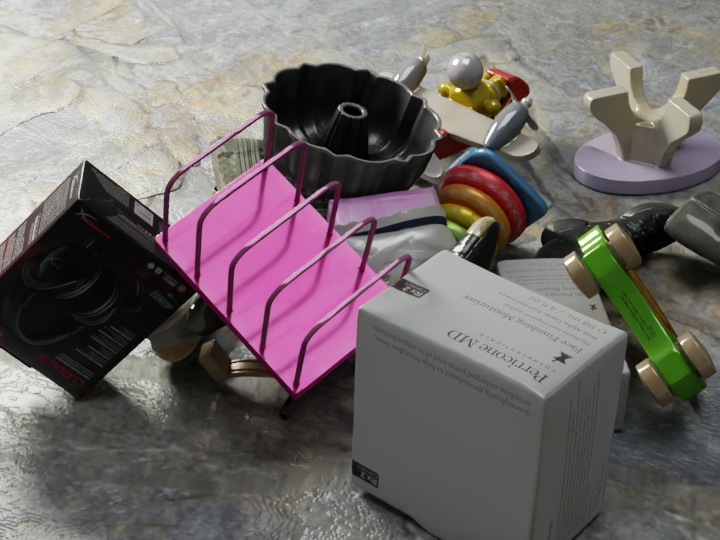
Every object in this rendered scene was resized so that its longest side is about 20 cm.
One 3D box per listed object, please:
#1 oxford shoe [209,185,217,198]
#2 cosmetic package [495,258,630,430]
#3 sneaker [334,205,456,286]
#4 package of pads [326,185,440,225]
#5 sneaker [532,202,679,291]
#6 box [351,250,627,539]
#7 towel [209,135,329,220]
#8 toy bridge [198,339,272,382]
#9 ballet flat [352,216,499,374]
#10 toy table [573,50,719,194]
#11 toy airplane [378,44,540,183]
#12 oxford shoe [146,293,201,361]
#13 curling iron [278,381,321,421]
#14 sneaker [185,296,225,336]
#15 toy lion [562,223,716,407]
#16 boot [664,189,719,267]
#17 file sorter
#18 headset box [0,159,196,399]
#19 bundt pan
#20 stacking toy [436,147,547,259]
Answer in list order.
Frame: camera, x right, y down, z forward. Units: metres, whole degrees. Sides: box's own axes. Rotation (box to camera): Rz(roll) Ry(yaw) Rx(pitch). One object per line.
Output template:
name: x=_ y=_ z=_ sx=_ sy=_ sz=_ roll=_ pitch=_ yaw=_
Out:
oxford shoe: x=-0.073 y=-0.063 z=1.758 sx=0.198 sy=0.075 sz=0.071 roll=-3 pitch=31 yaw=-9
cosmetic package: x=0.196 y=0.072 z=1.569 sx=0.100 sy=0.075 sz=0.201 roll=-2 pitch=33 yaw=-7
sneaker: x=0.000 y=0.000 z=1.515 sx=0.198 sy=0.076 sz=0.081 roll=-16 pitch=75 yaw=-5
package of pads: x=0.041 y=0.012 z=1.591 sx=0.119 sy=0.076 sz=0.202 roll=-9 pitch=57 yaw=-7
sneaker: x=0.271 y=-0.016 z=1.721 sx=0.197 sy=0.061 sz=0.105 roll=-8 pitch=33 yaw=-4
box: x=0.107 y=0.123 z=1.370 sx=0.198 sy=0.202 sz=0.130 roll=25 pitch=39 yaw=31
towel: x=-0.063 y=-0.057 z=1.709 sx=0.190 sy=0.035 sz=0.202 roll=1 pitch=58 yaw=-19
toy bridge: x=-0.061 y=0.071 z=1.523 sx=0.198 sy=0.067 sz=0.027 roll=-21 pitch=35 yaw=23
ballet flat: x=0.063 y=0.029 z=1.478 sx=0.057 sy=0.066 sz=0.201 roll=34 pitch=86 yaw=30
toy table: x=0.354 y=-0.177 z=1.913 sx=0.199 sy=0.118 sz=0.184 roll=-20 pitch=39 yaw=-28
toy airplane: x=0.113 y=-0.193 z=1.903 sx=0.198 sy=0.142 sz=0.200 roll=2 pitch=34 yaw=0
oxford shoe: x=-0.175 y=0.040 z=1.621 sx=0.075 sy=0.058 sz=0.200 roll=-24 pitch=14 yaw=17
curling iron: x=-0.040 y=0.086 z=1.584 sx=0.049 sy=0.026 sz=0.201 roll=-8 pitch=33 yaw=26
sneaker: x=-0.093 y=0.018 z=1.573 sx=0.080 sy=0.075 sz=0.200 roll=52 pitch=45 yaw=-1
toy lion: x=0.278 y=0.041 z=1.564 sx=0.068 sy=0.192 sz=0.201 roll=-35 pitch=73 yaw=10
boot: x=0.406 y=-0.003 z=1.660 sx=0.200 sy=0.073 sz=0.181 roll=42 pitch=34 yaw=21
file sorter: x=-0.067 y=-0.021 z=1.400 sx=0.139 sy=0.126 sz=0.200 roll=-37 pitch=73 yaw=-23
headset box: x=-0.271 y=0.017 z=1.501 sx=0.149 sy=0.200 sz=0.078 roll=39 pitch=23 yaw=-26
bundt pan: x=-0.015 y=-0.140 z=1.691 sx=0.200 sy=0.076 sz=0.203 roll=10 pitch=35 yaw=-7
stacking toy: x=0.100 y=-0.026 z=1.701 sx=0.110 sy=0.116 sz=0.200 roll=41 pitch=60 yaw=-6
